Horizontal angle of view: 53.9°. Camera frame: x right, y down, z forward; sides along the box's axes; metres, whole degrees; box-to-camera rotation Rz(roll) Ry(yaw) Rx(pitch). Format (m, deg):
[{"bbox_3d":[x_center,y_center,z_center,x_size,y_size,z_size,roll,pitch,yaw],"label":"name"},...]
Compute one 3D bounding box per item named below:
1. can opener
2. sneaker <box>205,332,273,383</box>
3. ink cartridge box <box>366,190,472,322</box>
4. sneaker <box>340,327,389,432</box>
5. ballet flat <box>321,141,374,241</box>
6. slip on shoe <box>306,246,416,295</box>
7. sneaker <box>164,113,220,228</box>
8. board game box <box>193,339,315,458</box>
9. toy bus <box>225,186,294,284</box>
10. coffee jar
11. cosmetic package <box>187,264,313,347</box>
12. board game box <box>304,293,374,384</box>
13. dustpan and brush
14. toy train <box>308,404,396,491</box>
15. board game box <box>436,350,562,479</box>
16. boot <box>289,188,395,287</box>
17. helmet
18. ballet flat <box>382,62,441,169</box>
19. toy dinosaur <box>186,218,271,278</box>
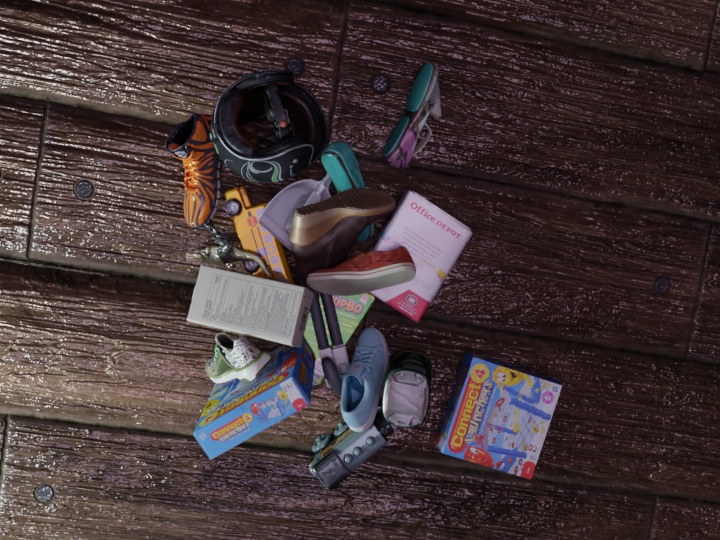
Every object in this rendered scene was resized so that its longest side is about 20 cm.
[{"bbox_3d":[-0.056,0.131,1.318,0.052,0.067,0.203,-14,103,-6],"label":"can opener"},{"bbox_3d":[-0.232,0.146,1.272,0.077,0.199,0.089,-40,106,-36],"label":"sneaker"},{"bbox_3d":[0.096,-0.028,1.337,0.146,0.086,0.202,32,91,-7],"label":"ink cartridge box"},{"bbox_3d":[0.007,0.190,1.310,0.073,0.082,0.203,-3,60,17],"label":"sneaker"},{"bbox_3d":[-0.010,-0.152,1.317,0.071,0.067,0.202,-51,130,-38],"label":"ballet flat"},{"bbox_3d":[0.000,0.000,1.264,0.197,0.074,0.062,-11,60,6],"label":"slip on shoe"},{"bbox_3d":[-0.303,-0.181,1.258,0.076,0.112,0.204,6,88,26],"label":"sneaker"},{"bbox_3d":[-0.180,0.218,1.251,0.198,0.196,0.056,-30,103,6],"label":"board game box"},{"bbox_3d":[-0.189,-0.058,1.312,0.077,0.065,0.203,-17,97,-4],"label":"toy bus"},{"bbox_3d":[0.088,0.210,1.302,0.084,0.200,0.106,7,95,7],"label":"coffee jar"},{"bbox_3d":[-0.192,0.063,1.245,0.197,0.071,0.107,13,82,11],"label":"cosmetic package"},{"bbox_3d":[-0.062,0.108,1.362,0.095,0.030,0.201,33,94,-9],"label":"board game box"},{"bbox_3d":[-0.087,-0.134,1.314,0.139,0.057,0.202,40,60,-28],"label":"dustpan and brush"},{"bbox_3d":[-0.014,0.331,1.344,0.199,0.114,0.086,-37,99,-2],"label":"toy train"},{"bbox_3d":[0.273,0.286,1.401,0.193,0.056,0.203,17,93,-8],"label":"board game box"},{"bbox_3d":[-0.034,-0.058,1.290,0.197,0.073,0.168,-12,134,-16],"label":"boot"},{"bbox_3d":[-0.159,-0.247,1.236,0.196,0.191,0.204,0,89,3],"label":"helmet"},{"bbox_3d":[0.110,-0.285,1.331,0.070,0.069,0.202,22,97,-26],"label":"ballet flat"},{"bbox_3d":[-0.243,-0.040,1.263,0.048,0.198,0.089,-52,137,-33],"label":"toy dinosaur"}]
